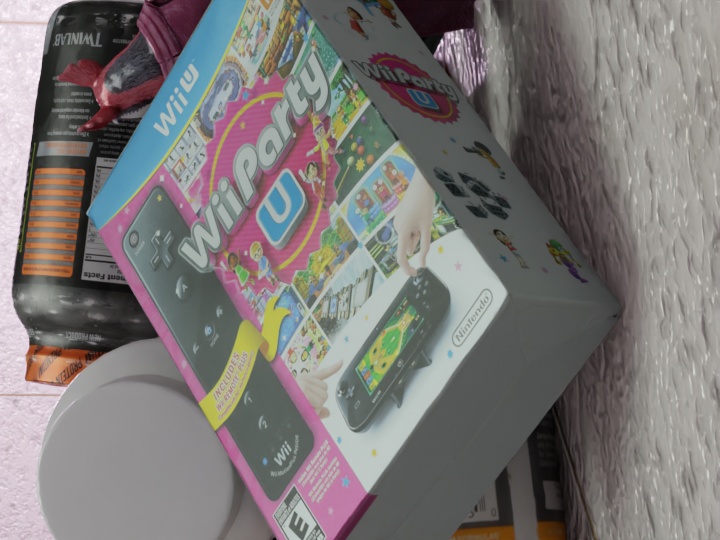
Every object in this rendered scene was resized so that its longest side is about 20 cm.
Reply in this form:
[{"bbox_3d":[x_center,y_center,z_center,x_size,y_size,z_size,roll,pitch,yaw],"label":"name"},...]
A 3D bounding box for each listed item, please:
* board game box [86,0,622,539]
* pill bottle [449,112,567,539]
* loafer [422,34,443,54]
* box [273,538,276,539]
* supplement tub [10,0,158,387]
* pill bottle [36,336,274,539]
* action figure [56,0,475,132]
[{"bbox_3d":[-0.010,-0.005,0.773,0.148,0.064,0.200,-56,49,28],"label":"board game box"},{"bbox_3d":[0.020,0.039,0.868,0.116,0.116,0.200,107,157,-78],"label":"pill bottle"},{"bbox_3d":[-0.017,-0.078,0.978,0.063,0.072,0.200,35,-107,-53],"label":"loafer"},{"bbox_3d":[0.006,0.205,1.069,0.164,0.086,0.200,-103,-11,-56],"label":"box"},{"bbox_3d":[-0.117,-0.035,1.087,0.123,0.122,0.200,137,140,-84],"label":"supplement tub"},{"bbox_3d":[-0.080,0.084,0.930,0.200,0.112,0.112,-12,-83,-83],"label":"pill bottle"},{"bbox_3d":[-0.030,-0.106,0.864,0.134,0.200,0.149,62,168,-15],"label":"action figure"}]
